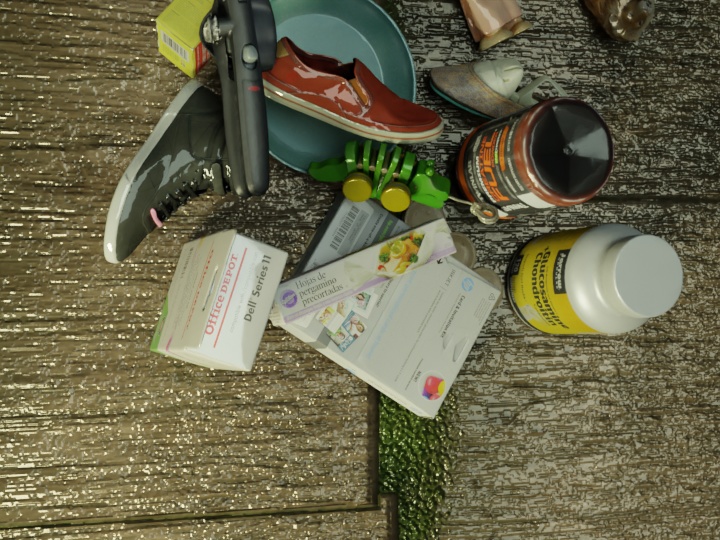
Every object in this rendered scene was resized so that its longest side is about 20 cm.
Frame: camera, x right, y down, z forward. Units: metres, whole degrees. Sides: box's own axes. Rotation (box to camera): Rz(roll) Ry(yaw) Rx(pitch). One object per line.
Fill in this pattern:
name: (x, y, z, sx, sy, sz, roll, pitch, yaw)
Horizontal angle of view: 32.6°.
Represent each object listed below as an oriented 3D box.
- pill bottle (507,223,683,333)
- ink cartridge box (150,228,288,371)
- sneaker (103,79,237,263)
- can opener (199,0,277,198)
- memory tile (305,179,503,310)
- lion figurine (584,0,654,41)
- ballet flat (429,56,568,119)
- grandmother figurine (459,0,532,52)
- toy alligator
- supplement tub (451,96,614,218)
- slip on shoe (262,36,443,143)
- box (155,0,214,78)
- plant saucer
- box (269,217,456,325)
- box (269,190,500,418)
pill bottle: (0.243, 0.010, 1.280, 0.111, 0.200, 0.113, 1, 86, -21)
ink cartridge box: (-0.129, 0.030, 1.139, 0.067, 0.200, 0.118, 20, 81, -18)
sneaker: (-0.166, -0.082, 1.185, 0.099, 0.071, 0.201, 25, 74, 9)
can opener: (-0.107, -0.168, 1.143, 0.078, 0.063, 0.201, -2, 84, -22)
memory tile: (0.049, -0.001, 1.306, 0.153, 0.017, 0.200, -45, 102, -17)
lion figurine: (0.250, -0.349, 1.379, 0.199, 0.072, 0.123, 28, 91, -3)
ballet flat: (0.169, -0.191, 1.329, 0.199, 0.068, 0.067, 21, 124, -25)
grandmother figurine: (0.111, -0.338, 1.328, 0.121, 0.060, 0.201, -30, 96, -47)
toy alligator: (0.048, -0.095, 1.225, 0.199, 0.054, 0.059, 13, 42, -1)
supplement tub: (0.165, -0.109, 1.257, 0.106, 0.200, 0.108, 2, 86, -20)
slip on shoe: (-0.004, -0.176, 1.222, 0.199, 0.074, 0.061, 19, 115, -15)
box: (-0.120, -0.287, 1.222, 0.050, 0.075, 0.200, 39, 73, 4)
plant saucer: (-0.040, -0.194, 1.272, 0.199, 0.036, 0.201, 1, 86, -21)
box: (0.000, 0.000, 1.214, 0.199, 0.041, 0.039, -23, 93, -20)
box: (0.027, 0.034, 1.265, 0.199, 0.041, 0.156, 33, 77, -15)
